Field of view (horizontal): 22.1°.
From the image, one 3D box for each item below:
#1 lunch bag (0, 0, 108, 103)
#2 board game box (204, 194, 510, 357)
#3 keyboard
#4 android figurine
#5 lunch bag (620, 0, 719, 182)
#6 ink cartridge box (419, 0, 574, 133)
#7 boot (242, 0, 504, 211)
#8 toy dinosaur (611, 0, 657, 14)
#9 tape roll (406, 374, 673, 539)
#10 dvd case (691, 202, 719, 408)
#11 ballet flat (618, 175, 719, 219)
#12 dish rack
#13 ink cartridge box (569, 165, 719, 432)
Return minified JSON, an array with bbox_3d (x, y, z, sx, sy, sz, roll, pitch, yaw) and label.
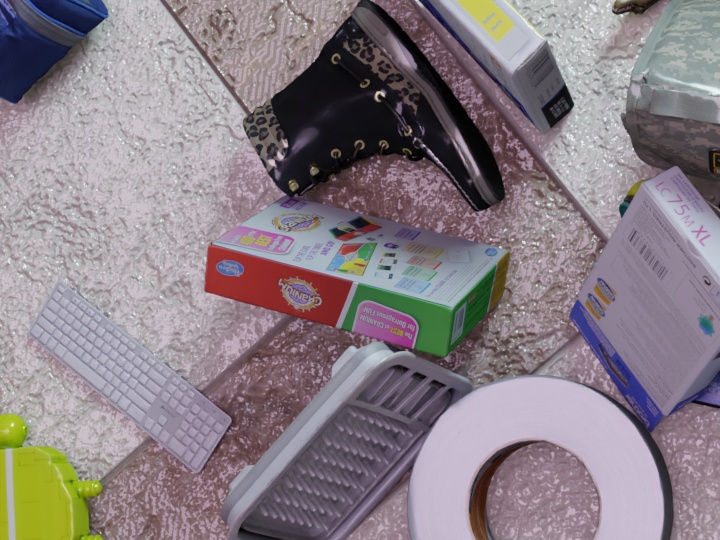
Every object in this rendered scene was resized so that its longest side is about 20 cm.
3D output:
[{"bbox_3d":[-0.312,-0.261,1.556,0.132,0.136,0.201,-38,74,9],"label":"lunch bag"},{"bbox_3d":[0.000,0.000,1.428,0.198,0.153,0.041,15,112,18],"label":"board game box"},{"bbox_3d":[-0.196,0.089,1.551,0.199,0.011,0.057,37,95,17],"label":"keyboard"},{"bbox_3d":[-0.308,0.213,1.556,0.198,0.041,0.184,-8,82,16],"label":"android figurine"},{"bbox_3d":[0.283,-0.122,1.324,0.162,0.200,0.119,11,109,16],"label":"lunch bag"},{"bbox_3d":[0.075,-0.205,1.404,0.047,0.198,0.200,-41,76,5],"label":"ink cartridge box"},{"bbox_3d":[0.009,-0.097,1.480,0.153,0.073,0.204,-39,71,12],"label":"boot"},{"bbox_3d":[0.287,-0.240,1.407,0.198,0.088,0.048,-5,59,15],"label":"toy dinosaur"},{"bbox_3d":[0.138,0.182,1.414,0.198,0.066,0.203,-2,83,17],"label":"tape roll"},{"bbox_3d":[0.332,0.015,1.399,0.141,0.018,0.202,11,88,18],"label":"dvd case"},{"bbox_3d":[0.271,0.009,1.379,0.067,0.067,0.201,-29,74,-11],"label":"ballet flat"},{"bbox_3d":[-0.016,0.135,1.413,0.200,0.171,0.044,-49,62,8],"label":"dish rack"},{"bbox_3d":[0.224,0.026,1.358,0.042,0.201,0.120,-25,68,-26],"label":"ink cartridge box"}]
